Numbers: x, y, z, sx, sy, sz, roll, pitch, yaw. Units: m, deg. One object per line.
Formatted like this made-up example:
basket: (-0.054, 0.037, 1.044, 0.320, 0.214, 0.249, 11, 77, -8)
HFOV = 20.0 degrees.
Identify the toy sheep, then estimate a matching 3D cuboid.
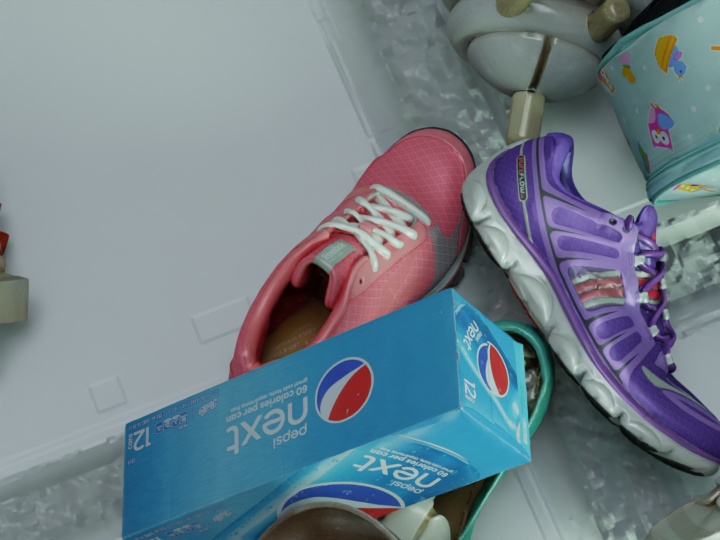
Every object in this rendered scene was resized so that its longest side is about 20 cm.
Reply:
toy sheep: (0.102, -0.161, 1.099, 0.137, 0.138, 0.201, 14, 75, 10)

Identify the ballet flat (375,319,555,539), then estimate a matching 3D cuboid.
ballet flat: (0.034, 0.104, 1.020, 0.067, 0.070, 0.200, 28, 71, 14)

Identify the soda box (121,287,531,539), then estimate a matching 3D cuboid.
soda box: (-0.020, 0.083, 0.983, 0.200, 0.064, 0.068, -24, 49, 28)

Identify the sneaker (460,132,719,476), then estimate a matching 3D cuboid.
sneaker: (0.129, 0.014, 1.033, 0.083, 0.081, 0.200, -35, 74, 8)

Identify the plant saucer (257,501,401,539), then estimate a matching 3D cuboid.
plant saucer: (-0.005, 0.206, 0.936, 0.034, 0.200, 0.201, 4, 61, -34)

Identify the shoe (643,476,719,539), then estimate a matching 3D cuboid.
shoe: (0.217, 0.094, 1.008, 0.200, 0.070, 0.054, -26, 101, -15)

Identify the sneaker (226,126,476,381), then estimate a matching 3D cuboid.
sneaker: (0.000, 0.000, 1.059, 0.074, 0.087, 0.200, 30, 71, 15)

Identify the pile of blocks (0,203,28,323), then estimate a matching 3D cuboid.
pile of blocks: (-0.233, -0.034, 1.115, 0.062, 0.082, 0.200, -6, 69, -46)

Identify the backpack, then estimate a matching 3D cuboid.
backpack: (0.227, -0.095, 1.026, 0.199, 0.176, 0.154, -12, 84, -17)
